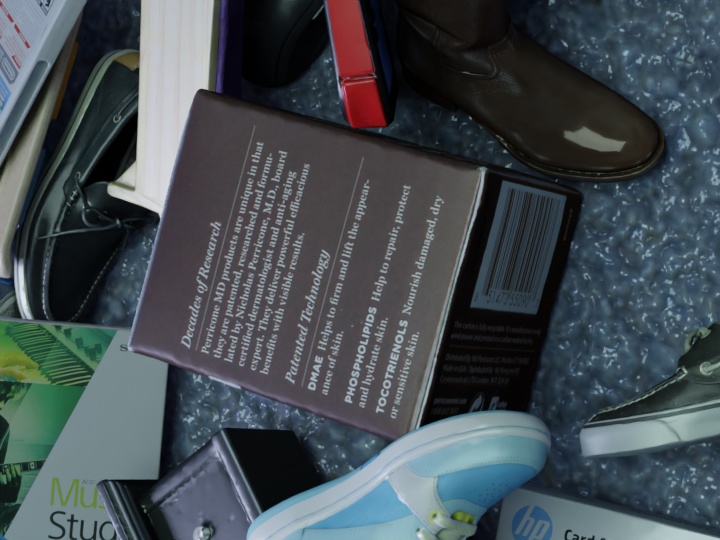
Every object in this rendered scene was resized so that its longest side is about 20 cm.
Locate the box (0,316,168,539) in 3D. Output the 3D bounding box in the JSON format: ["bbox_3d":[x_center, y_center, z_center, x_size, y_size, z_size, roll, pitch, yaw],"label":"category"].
[{"bbox_3d":[-0.204,0.132,1.476,0.144,0.036,0.201,5,89,-15],"label":"box"}]

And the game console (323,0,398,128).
[{"bbox_3d":[-0.006,-0.180,1.330,0.031,0.200,0.178,-8,101,3],"label":"game console"}]

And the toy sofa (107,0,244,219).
[{"bbox_3d":[-0.096,-0.133,1.418,0.097,0.083,0.201,18,114,37],"label":"toy sofa"}]

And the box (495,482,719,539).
[{"bbox_3d":[0.145,0.242,1.345,0.155,0.041,0.201,12,92,27],"label":"box"}]

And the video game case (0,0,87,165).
[{"bbox_3d":[-0.252,-0.135,1.488,0.200,0.018,0.143,-59,42,21],"label":"video game case"}]

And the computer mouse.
[{"bbox_3d":[-0.052,-0.228,1.459,0.140,0.046,0.200,41,105,20],"label":"computer mouse"}]

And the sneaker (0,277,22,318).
[{"bbox_3d":[-0.245,0.104,1.525,0.085,0.077,0.201,21,106,25],"label":"sneaker"}]

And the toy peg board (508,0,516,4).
[{"bbox_3d":[0.104,-0.285,1.347,0.199,0.098,0.200,-22,78,16],"label":"toy peg board"}]

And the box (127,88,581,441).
[{"bbox_3d":[0.000,0.000,1.357,0.199,0.166,0.165,16,94,26],"label":"box"}]

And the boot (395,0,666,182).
[{"bbox_3d":[0.087,-0.137,1.297,0.186,0.200,0.064,22,70,17],"label":"boot"}]

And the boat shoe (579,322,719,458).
[{"bbox_3d":[0.219,0.061,1.307,0.199,0.071,0.064,-18,81,16],"label":"boat shoe"}]

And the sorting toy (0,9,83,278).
[{"bbox_3d":[-0.254,-0.104,1.524,0.185,0.036,0.201,14,91,52],"label":"sorting toy"}]

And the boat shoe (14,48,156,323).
[{"bbox_3d":[-0.172,-0.047,1.493,0.062,0.075,0.201,24,93,36],"label":"boat shoe"}]

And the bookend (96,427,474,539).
[{"bbox_3d":[-0.032,0.166,1.384,0.200,0.092,0.199,-38,66,26],"label":"bookend"}]

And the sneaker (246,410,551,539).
[{"bbox_3d":[0.032,0.167,1.240,0.200,0.079,0.131,-31,54,28],"label":"sneaker"}]
